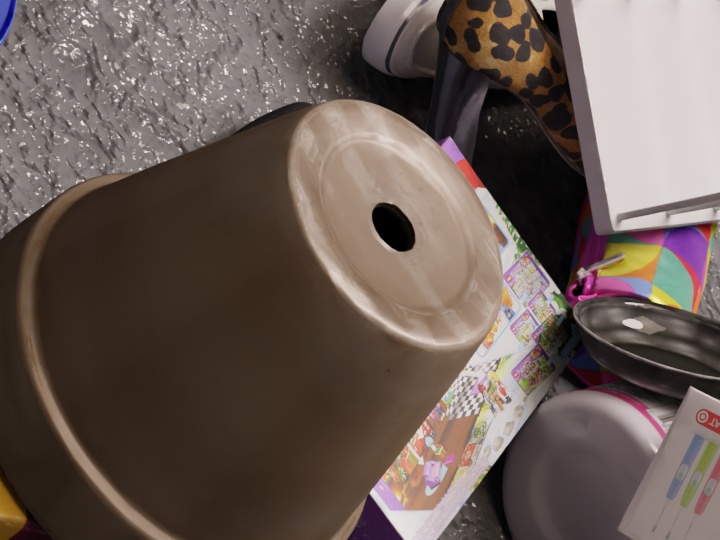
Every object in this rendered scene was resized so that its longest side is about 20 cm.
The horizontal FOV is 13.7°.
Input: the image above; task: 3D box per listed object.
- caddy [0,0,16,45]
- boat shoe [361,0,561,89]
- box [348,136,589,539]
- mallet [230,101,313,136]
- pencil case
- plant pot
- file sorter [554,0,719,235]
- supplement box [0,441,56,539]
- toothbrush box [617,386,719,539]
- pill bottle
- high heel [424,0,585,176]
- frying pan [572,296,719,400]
[{"bbox_3d":[-0.230,-0.178,1.428,0.140,0.105,0.201,5,56,-16],"label":"caddy"},{"bbox_3d":[0.079,-0.135,1.737,0.066,0.072,0.200,38,23,25],"label":"boat shoe"},{"bbox_3d":[0.027,0.042,1.553,0.137,0.039,0.200,54,47,-14],"label":"box"},{"bbox_3d":[0.000,0.000,1.596,0.200,0.041,0.066,55,41,-8],"label":"mallet"},{"bbox_3d":[0.165,-0.018,1.741,0.088,0.088,0.201,40,38,-18],"label":"pencil case"},{"bbox_3d":[-0.038,0.022,1.260,0.199,0.173,0.201,26,47,-31],"label":"plant pot"},{"bbox_3d":[0.225,-0.104,1.670,0.199,0.124,0.140,-7,86,-49],"label":"file sorter"},{"bbox_3d":[-0.118,0.094,1.345,0.199,0.103,0.132,17,50,-39],"label":"supplement box"},{"bbox_3d":[0.246,0.146,1.522,0.145,0.086,0.200,27,1,36],"label":"toothbrush box"},{"bbox_3d":[0.179,0.110,1.638,0.199,0.113,0.114,-8,69,-49],"label":"pill bottle"},{"bbox_3d":[0.132,-0.123,1.685,0.199,0.143,0.072,-9,42,-23],"label":"high heel"},{"bbox_3d":[0.200,0.054,1.580,0.189,0.031,0.115,20,17,16],"label":"frying pan"}]
